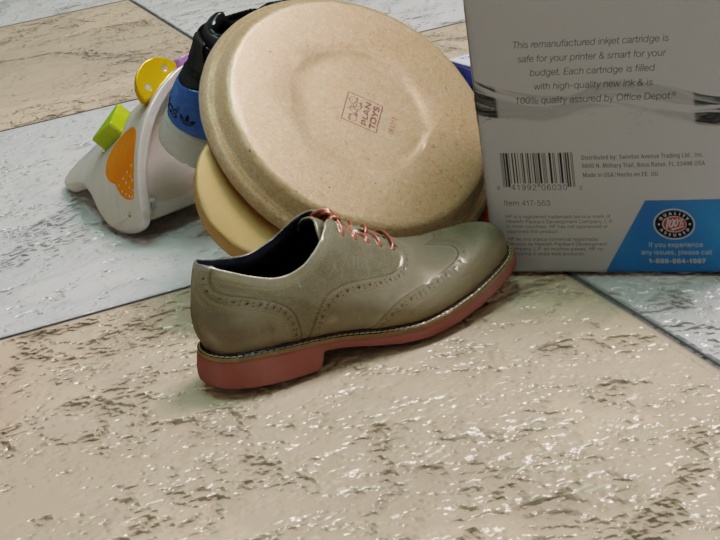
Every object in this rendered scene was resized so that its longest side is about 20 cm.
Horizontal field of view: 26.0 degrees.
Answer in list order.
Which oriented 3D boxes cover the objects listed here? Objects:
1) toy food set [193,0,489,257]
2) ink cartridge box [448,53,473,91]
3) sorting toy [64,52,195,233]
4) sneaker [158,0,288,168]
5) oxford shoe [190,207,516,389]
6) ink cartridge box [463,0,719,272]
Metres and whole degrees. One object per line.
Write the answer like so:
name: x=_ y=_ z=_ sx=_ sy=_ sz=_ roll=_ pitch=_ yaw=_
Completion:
toy food set: x=-0.006 y=-0.081 z=0.952 sx=0.195 sy=0.049 sz=0.202 roll=9 pitch=55 yaw=-18
ink cartridge box: x=0.158 y=-0.118 z=1.061 sx=0.198 sy=0.095 sz=0.044 roll=-18 pitch=22 yaw=-24
sorting toy: x=-0.137 y=-0.100 z=1.167 sx=0.199 sy=0.108 sz=0.179 roll=-25 pitch=7 yaw=-35
sneaker: x=-0.032 y=-0.123 z=1.059 sx=0.198 sy=0.112 sz=0.077 roll=4 pitch=36 yaw=-29
oxford shoe: x=0.000 y=0.000 z=0.847 sx=0.198 sy=0.076 sz=0.070 roll=-20 pitch=23 yaw=-28
ink cartridge box: x=0.143 y=-0.106 z=0.885 sx=0.145 sy=0.203 sz=0.086 roll=0 pitch=22 yaw=21
